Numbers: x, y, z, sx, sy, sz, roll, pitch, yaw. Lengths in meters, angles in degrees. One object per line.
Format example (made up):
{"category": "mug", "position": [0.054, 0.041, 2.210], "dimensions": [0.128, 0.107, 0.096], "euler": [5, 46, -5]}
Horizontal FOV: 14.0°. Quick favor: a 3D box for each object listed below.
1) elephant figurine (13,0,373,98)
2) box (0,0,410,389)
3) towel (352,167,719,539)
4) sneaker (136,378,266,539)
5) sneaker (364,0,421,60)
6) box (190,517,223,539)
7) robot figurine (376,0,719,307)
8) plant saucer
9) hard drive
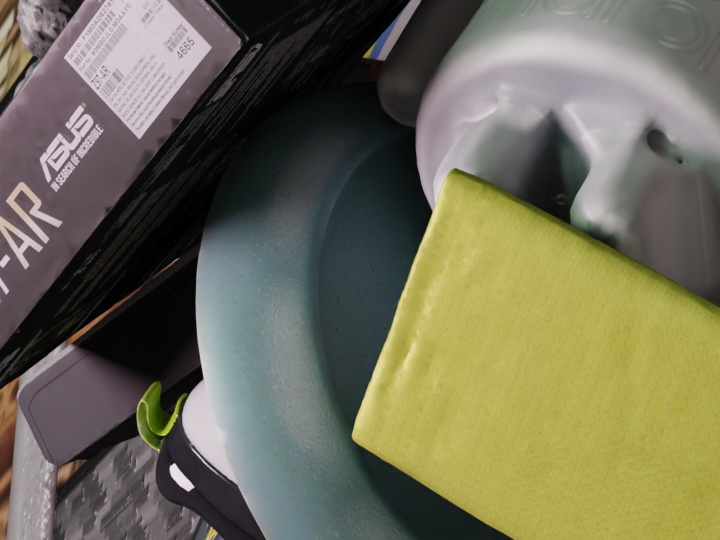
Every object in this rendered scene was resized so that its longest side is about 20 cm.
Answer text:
{"category": "elephant figurine", "position": [-0.039, -0.079, 1.203], "dimensions": [0.199, 0.142, 0.155], "euler": [3, 36, 46]}
{"category": "box", "position": [-0.053, -0.050, 0.873], "dimensions": [0.160, 0.044, 0.200], "euler": [-39, -6, -48]}
{"category": "towel", "position": [0.095, 0.054, 0.746], "dimensions": [0.018, 0.199, 0.086], "euler": [-27, -38, -61]}
{"category": "sneaker", "position": [0.016, 0.096, 0.891], "dimensions": [0.083, 0.200, 0.072], "euler": [-35, 14, 39]}
{"category": "sneaker", "position": [0.089, -0.125, 1.002], "dimensions": [0.200, 0.082, 0.074], "euler": [-46, 6, 24]}
{"category": "box", "position": [-0.031, 0.124, 1.092], "dimensions": [0.159, 0.046, 0.201], "euler": [-39, 24, 56]}
{"category": "robot figurine", "position": [0.090, -0.056, 0.837], "dimensions": [0.200, 0.169, 0.113], "euler": [-55, -29, -41]}
{"category": "plant saucer", "position": [0.038, 0.032, 0.861], "dimensions": [0.027, 0.199, 0.201], "euler": [-29, 49, 43]}
{"category": "hard drive", "position": [0.000, 0.000, 0.970], "dimensions": [0.139, 0.199, 0.033], "euler": [-36, 78, 49]}
